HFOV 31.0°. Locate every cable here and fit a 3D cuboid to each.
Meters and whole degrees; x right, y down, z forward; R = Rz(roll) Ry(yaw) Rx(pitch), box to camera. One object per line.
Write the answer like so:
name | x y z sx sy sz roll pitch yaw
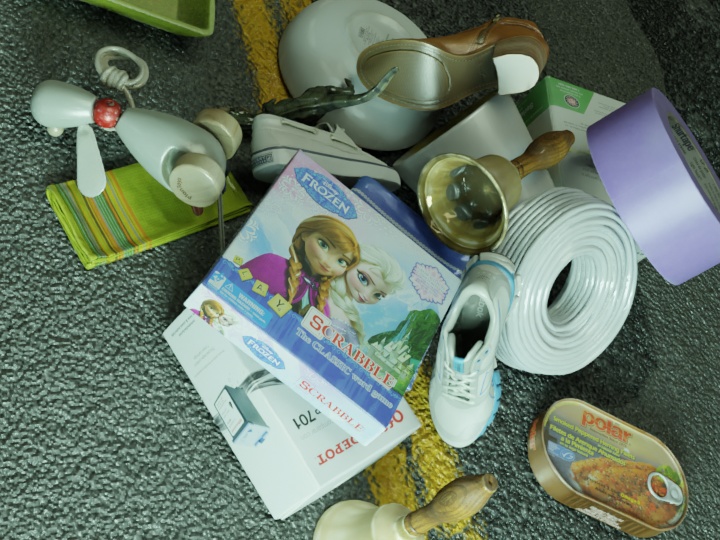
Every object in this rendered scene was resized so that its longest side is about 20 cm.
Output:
cable | 0.206 0.015 1.363 0.199 0.201 0.069 -18 31 -34

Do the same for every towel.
towel | 0.023 0.007 1.230 0.145 0.024 0.200 39 44 -10
towel | -0.197 -0.067 1.231 0.199 0.018 0.086 -23 78 -42

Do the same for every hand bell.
hand bell | 0.051 0.215 1.107 0.103 0.200 0.105 17 55 -26
hand bell | 0.158 -0.102 1.301 0.200 0.104 0.104 -33 84 -41

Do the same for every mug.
mug | 0.149 -0.105 1.421 0.186 0.149 0.154 -41 97 -37

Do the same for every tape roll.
tape roll | 0.333 -0.091 1.410 0.200 0.085 0.201 46 26 -31

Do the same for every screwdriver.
screwdriver | -0.136 -0.060 1.241 0.028 0.029 0.201 13 53 -26

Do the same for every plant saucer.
plant saucer | -0.248 -0.336 1.341 0.199 0.048 0.201 16 55 -27

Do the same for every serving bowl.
serving bowl | 0.011 -0.233 1.437 0.199 0.066 0.201 15 53 -20

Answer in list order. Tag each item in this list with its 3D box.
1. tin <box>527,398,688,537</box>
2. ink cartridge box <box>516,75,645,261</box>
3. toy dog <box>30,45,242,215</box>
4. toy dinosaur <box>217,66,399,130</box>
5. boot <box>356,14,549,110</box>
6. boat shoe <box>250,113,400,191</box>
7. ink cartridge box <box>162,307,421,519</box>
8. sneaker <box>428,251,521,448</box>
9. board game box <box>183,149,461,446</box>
tin | 0.262 0.210 1.373 0.199 0.042 0.113 27 54 -19
ink cartridge box | 0.265 -0.111 1.541 0.144 0.087 0.201 14 54 -28
toy dog | -0.203 -0.110 1.204 0.199 0.097 0.132 33 44 17
toy dinosaur | -0.046 -0.170 1.332 0.088 0.198 0.048 -20 96 -76
boot | 0.102 -0.236 1.392 0.156 0.198 0.077 -72 155 -63
boat shoe | -0.035 -0.117 1.320 0.199 0.072 0.066 6 72 -43
ink cartridge box | -0.061 0.100 1.178 0.146 0.086 0.201 -25 77 -44
sneaker | 0.097 0.086 1.237 0.074 0.202 0.087 14 23 16
board game box | -0.026 0.019 1.148 0.200 0.041 0.200 38 46 -8
